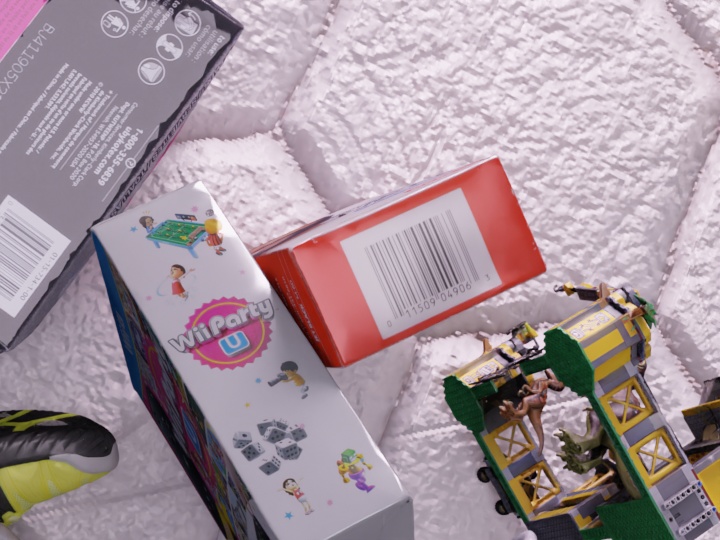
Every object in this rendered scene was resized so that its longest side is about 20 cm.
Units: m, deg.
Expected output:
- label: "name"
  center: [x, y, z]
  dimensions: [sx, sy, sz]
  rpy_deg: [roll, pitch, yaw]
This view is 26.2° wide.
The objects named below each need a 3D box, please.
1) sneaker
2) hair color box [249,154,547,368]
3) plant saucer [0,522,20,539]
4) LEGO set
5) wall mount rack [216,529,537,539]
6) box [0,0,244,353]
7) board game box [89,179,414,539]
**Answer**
- label: "sneaker"
  center: [-0.218, 0.122, 0.780]
  dimensions: [0.199, 0.075, 0.077]
  rpy_deg: [-14, 96, -6]
- label: "hair color box"
  center: [0.000, 0.000, 0.779]
  dimensions: [0.111, 0.200, 0.064]
  rpy_deg: [-25, 93, -16]
- label: "plant saucer"
  center: [-0.239, 0.196, 0.732]
  dimensions: [0.199, 0.050, 0.201]
  rpy_deg: [-2, 109, -7]
- label: "LEGO set"
  center: [0.145, 0.072, 0.824]
  dimensions: [0.116, 0.200, 0.154]
  rpy_deg: [-29, 80, -24]
- label: "wall mount rack"
  center: [0.014, 0.195, 0.813]
  dimensions: [0.199, 0.075, 0.174]
  rpy_deg: [27, 58, -12]
- label: "box"
  center: [-0.173, -0.072, 0.783]
  dimensions: [0.132, 0.115, 0.200]
  rpy_deg: [37, 78, -11]
- label: "board game box"
  center: [-0.050, 0.078, 0.742]
  dimensions: [0.064, 0.148, 0.200]
  rpy_deg: [-26, 57, -16]
